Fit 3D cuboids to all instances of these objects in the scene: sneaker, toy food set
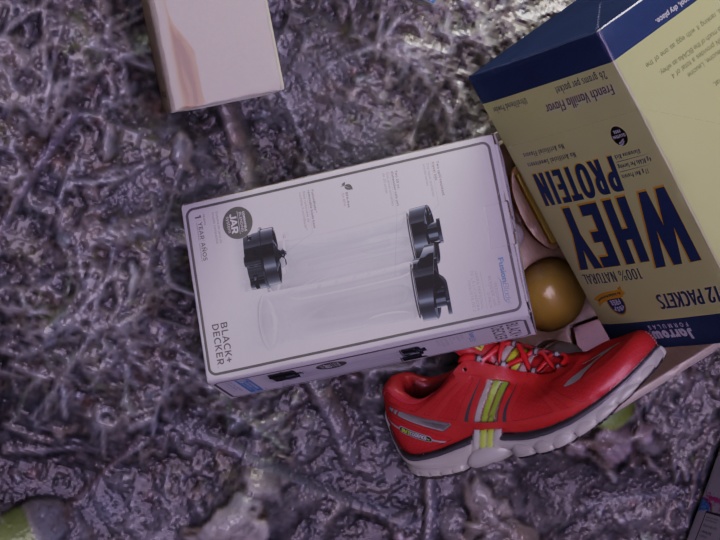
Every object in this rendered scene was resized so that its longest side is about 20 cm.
[{"bbox_3d":[0.093,0.070,1.033,0.199,0.077,0.086,-23,97,32],"label":"sneaker"},{"bbox_3d":[0.135,-0.005,1.080,0.143,0.060,0.201,-30,102,-6],"label":"toy food set"}]

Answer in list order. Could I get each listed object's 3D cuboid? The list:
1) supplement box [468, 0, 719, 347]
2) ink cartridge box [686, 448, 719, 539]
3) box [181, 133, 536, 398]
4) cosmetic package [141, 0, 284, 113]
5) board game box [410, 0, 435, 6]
[{"bbox_3d":[0.213,-0.090,1.017,0.199,0.134,0.201,-36,103,-27],"label":"supplement box"},{"bbox_3d":[0.306,0.187,1.124,0.143,0.084,0.202,19,93,-13],"label":"ink cartridge box"},{"bbox_3d":[0.000,0.000,1.008,0.198,0.060,0.118,-13,74,7],"label":"box"},{"bbox_3d":[-0.103,-0.199,0.989,0.070,0.105,0.202,-12,97,-8],"label":"cosmetic package"},{"bbox_3d":[0.022,-0.286,1.038,0.133,0.034,0.202,23,92,-13],"label":"board game box"}]
